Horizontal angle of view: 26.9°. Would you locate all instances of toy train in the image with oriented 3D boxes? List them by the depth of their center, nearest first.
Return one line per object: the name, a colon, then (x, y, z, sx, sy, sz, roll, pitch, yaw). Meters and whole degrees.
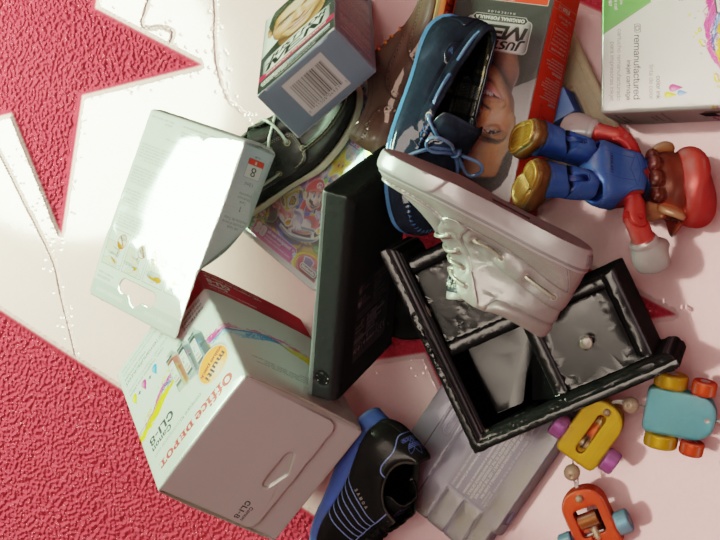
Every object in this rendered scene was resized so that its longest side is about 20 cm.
toy train: (0.254, 0.173, 1.365, 0.200, 0.056, 0.151, -30, 91, 16)

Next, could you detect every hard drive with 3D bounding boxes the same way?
hard drive: (0.000, 0.000, 1.371, 0.033, 0.140, 0.201, 15, 116, 20)

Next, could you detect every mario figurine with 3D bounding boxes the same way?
mario figurine: (0.222, -0.069, 1.335, 0.199, 0.106, 0.124, 11, 98, -19)

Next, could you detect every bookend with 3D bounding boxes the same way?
bookend: (0.155, 0.028, 1.336, 0.200, 0.092, 0.199, -24, 91, 18)

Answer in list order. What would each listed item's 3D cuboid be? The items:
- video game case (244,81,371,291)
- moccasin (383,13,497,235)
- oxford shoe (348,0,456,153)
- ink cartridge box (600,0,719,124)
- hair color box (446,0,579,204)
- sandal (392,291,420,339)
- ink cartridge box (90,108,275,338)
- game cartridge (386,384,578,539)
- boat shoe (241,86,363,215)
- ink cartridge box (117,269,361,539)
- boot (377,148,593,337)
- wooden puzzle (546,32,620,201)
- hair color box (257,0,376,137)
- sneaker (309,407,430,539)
video game case: (-0.036, -0.098, 1.504, 0.143, 0.018, 0.200, 38, 104, 38)
moccasin: (0.071, -0.129, 1.323, 0.068, 0.080, 0.201, 9, 90, 41)
oxford shoe: (0.042, -0.204, 1.405, 0.073, 0.071, 0.201, 18, 93, 14)
ink cartridge box: (0.319, -0.208, 1.328, 0.199, 0.084, 0.145, 0, 88, 24)
hair color box: (0.126, -0.163, 1.380, 0.101, 0.061, 0.201, 12, 90, 29)
sandal: (0.095, 0.010, 1.429, 0.200, 0.045, 0.075, -21, 64, 32)
ink cartridge box: (-0.177, -0.046, 1.478, 0.162, 0.050, 0.201, 22, 96, 45)
game cartridge: (0.122, 0.159, 1.435, 0.130, 0.038, 0.200, 37, 103, 17)
boat shoe: (-0.079, -0.123, 1.491, 0.200, 0.068, 0.072, -37, 56, 24)
ink cartridge box: (-0.120, 0.126, 1.439, 0.145, 0.144, 0.200, -53, 34, 13)
boot: (0.088, -0.020, 1.263, 0.200, 0.074, 0.096, 29, 103, 8)
wooden puzzle: (0.132, -0.157, 1.433, 0.185, 0.046, 0.200, -29, 77, 21)
hair color box: (-0.041, -0.216, 1.437, 0.099, 0.200, 0.061, -39, 112, 18)
sneaker: (0.009, 0.231, 1.436, 0.078, 0.070, 0.200, 36, 125, 32)
